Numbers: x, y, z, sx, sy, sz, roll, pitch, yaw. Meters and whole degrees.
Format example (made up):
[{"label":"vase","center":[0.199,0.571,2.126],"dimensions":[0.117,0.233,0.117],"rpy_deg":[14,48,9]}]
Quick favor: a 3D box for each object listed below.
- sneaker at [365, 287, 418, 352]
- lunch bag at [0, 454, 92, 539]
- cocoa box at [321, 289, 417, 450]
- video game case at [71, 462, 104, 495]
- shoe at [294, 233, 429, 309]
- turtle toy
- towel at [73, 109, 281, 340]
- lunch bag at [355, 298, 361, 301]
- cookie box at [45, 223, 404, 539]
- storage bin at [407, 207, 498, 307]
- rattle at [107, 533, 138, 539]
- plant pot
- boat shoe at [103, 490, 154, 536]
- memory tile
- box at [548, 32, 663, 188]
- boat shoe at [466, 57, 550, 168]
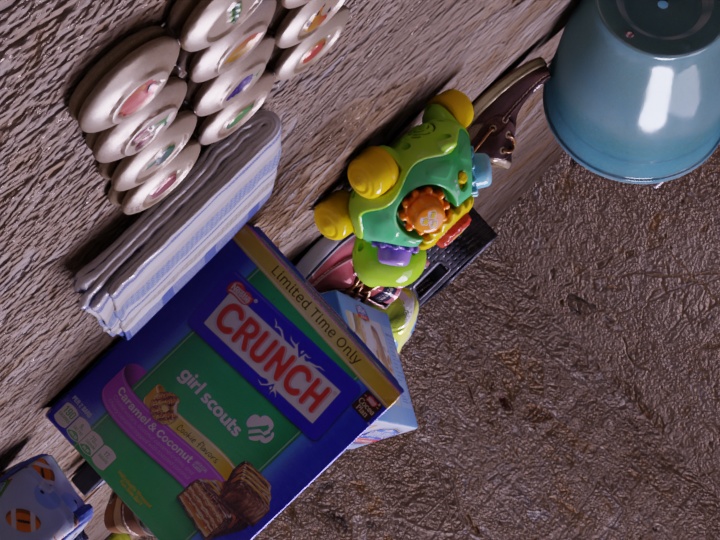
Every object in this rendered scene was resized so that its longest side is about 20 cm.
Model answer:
[{"label":"sneaker","center":[0.005,0.102,1.639],"dimensions":[0.200,0.076,0.105],"rpy_deg":[-50,168,14]},{"label":"lunch bag","center":[-0.293,0.225,1.068],"dimensions":[0.160,0.076,0.200],"rpy_deg":[-43,175,32]},{"label":"cocoa box","center":[-0.038,0.111,1.467],"dimensions":[0.130,0.135,0.200],"rpy_deg":[-18,167,13]},{"label":"video game case","center":[-0.191,0.136,1.512],"dimensions":[0.200,0.026,0.181],"rpy_deg":[-45,175,23]},{"label":"shoe","center":[0.000,0.000,1.496],"dimensions":[0.071,0.091,0.200],"rpy_deg":[-46,175,34]},{"label":"turtle toy","center":[0.041,-0.057,1.260],"dimensions":[0.146,0.101,0.200],"rpy_deg":[-39,174,-36]},{"label":"towel","center":[-0.103,-0.021,0.851],"dimensions":[0.147,0.024,0.200],"rpy_deg":[-45,178,-9]},{"label":"lunch bag","center":[-0.032,0.037,1.695],"dimensions":[0.160,0.076,0.200],"rpy_deg":[-42,175,-43]},{"label":"cookie box","center":[-0.095,0.095,1.062],"dimensions":[0.200,0.171,0.075],"rpy_deg":[-44,179,1]},{"label":"storage bin","center":[0.118,-0.029,2.262],"dimensions":[0.135,0.094,0.200],"rpy_deg":[-45,176,23]},{"label":"rattle","center":[-0.419,0.542,2.618],"dimensions":[0.200,0.142,0.131],"rpy_deg":[-54,-172,37]},{"label":"plant pot","center":[0.291,-0.219,1.467],"dimensions":[0.200,0.200,0.188],"rpy_deg":[-41,161,-16]},{"label":"boat shoe","center":[-0.200,0.199,1.476],"dimensions":[0.073,0.076,0.200],"rpy_deg":[-15,-163,24]},{"label":"memory tile","center":[-0.056,-0.092,0.636],"dimensions":[0.153,0.017,0.200],"rpy_deg":[-43,175,-9]},{"label":"box","center":[0.368,-0.244,1.757],"dimensions":[0.164,0.200,0.166],"rpy_deg":[-45,174,37]},{"label":"boat shoe","center":[0.133,-0.135,1.523],"dimensions":[0.200,0.072,0.072],"rpy_deg":[-44,176,5]}]
